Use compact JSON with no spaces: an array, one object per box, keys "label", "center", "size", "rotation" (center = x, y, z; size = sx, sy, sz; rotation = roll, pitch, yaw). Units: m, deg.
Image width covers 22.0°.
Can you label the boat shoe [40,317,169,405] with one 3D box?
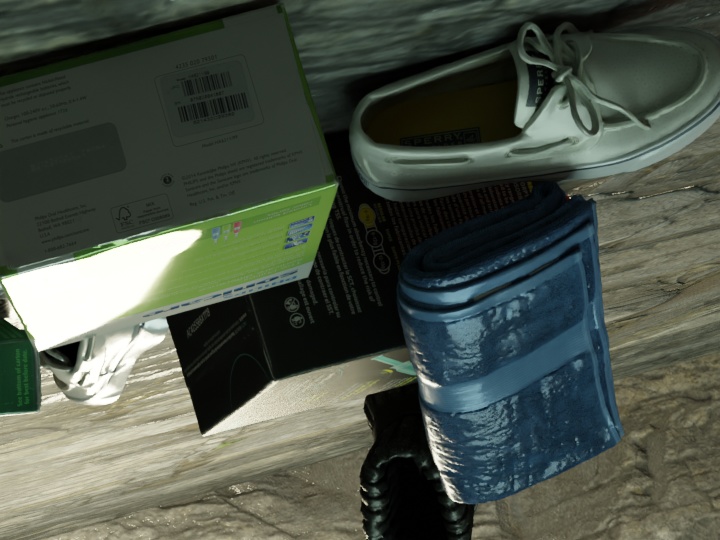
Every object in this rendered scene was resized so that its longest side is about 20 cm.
[{"label":"boat shoe","center":[-0.178,0.037,1.186],"size":[0.065,0.074,0.200],"rotation":[-2,158,-23]}]

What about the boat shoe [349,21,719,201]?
[{"label":"boat shoe","center":[0.090,-0.091,0.927],"size":[0.201,0.075,0.086],"rotation":[-10,162,4]}]

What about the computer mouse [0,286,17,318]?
[{"label":"computer mouse","center":[-0.226,0.001,0.955],"size":[0.200,0.044,0.110],"rotation":[-4,163,-37]}]

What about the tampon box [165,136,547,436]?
[{"label":"tampon box","center":[0.000,0.000,1.074],"size":[0.199,0.127,0.150],"rotation":[-13,168,-25]}]

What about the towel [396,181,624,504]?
[{"label":"towel","center":[0.082,0.047,0.997],"size":[0.111,0.049,0.200],"rotation":[-25,140,-10]}]

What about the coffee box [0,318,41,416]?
[{"label":"coffee box","center":[-0.280,0.056,0.978],"size":[0.199,0.044,0.123],"rotation":[-5,-171,-23]}]

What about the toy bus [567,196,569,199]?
[{"label":"toy bus","center":[0.088,0.015,1.369],"size":[0.192,0.136,0.200],"rotation":[-36,167,15]}]

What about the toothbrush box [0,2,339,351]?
[{"label":"toothbrush box","center":[-0.096,-0.034,0.844],"size":[0.145,0.086,0.200],"rotation":[-16,169,-8]}]

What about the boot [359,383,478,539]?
[{"label":"boot","center":[0.022,0.078,1.191],"size":[0.079,0.211,0.158],"rotation":[-27,-165,29]}]
